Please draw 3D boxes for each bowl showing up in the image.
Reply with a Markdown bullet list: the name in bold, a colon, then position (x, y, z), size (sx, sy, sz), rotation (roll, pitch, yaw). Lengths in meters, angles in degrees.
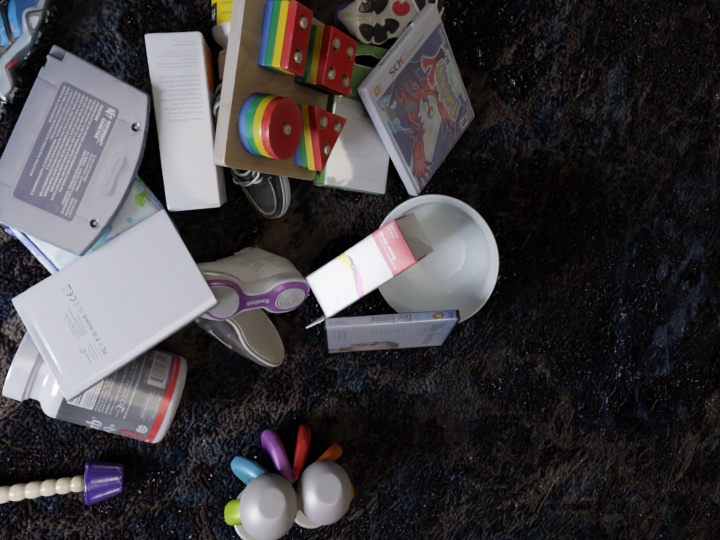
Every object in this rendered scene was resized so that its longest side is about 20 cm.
- **bowl**: position (0.121, -0.024, 0.864), size (0.193, 0.090, 0.209), rotation (5, 107, 15)

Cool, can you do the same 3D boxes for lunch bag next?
- **lunch bag**: position (-0.341, -0.067, 0.690), size (0.160, 0.082, 0.202), rotation (-42, 111, -12)

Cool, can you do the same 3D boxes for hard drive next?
- **hard drive**: position (-0.286, 0.037, 0.650), size (0.197, 0.025, 0.134), rotation (-33, 86, -13)

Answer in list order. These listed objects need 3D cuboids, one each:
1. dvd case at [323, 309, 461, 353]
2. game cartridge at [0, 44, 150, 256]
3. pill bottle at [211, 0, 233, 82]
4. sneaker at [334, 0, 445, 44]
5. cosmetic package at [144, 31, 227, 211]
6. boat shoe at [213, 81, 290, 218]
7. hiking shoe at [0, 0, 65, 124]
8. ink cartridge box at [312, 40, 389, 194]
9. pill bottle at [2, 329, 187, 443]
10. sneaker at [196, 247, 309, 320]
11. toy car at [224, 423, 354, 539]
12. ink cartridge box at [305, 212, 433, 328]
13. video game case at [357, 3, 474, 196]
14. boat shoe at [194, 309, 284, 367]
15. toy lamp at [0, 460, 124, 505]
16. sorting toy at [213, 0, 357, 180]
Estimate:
- **dvd case**: position (0.043, 0.095, 0.822), size (0.192, 0.144, 0.018), rotation (-4, 67, -3)
- **game cartridge**: position (-0.324, -0.130, 0.625), size (0.130, 0.041, 0.206), rotation (24, 86, -16)
- **pill bottle**: position (-0.138, -0.351, 0.711), size (0.110, 0.114, 0.209), rotation (-2, 99, -21)
- **sneaker**: position (0.048, -0.377, 0.810), size (0.195, 0.083, 0.083), rotation (-11, 120, -36)
- **cosmetic package**: position (-0.220, -0.186, 0.705), size (0.068, 0.101, 0.208), rotation (-5, 101, -9)
- **boat shoe**: position (-0.153, -0.146, 0.733), size (0.069, 0.072, 0.204), rotation (-8, 129, 16)
- **hiking shoe**: position (-0.412, -0.278, 0.631), size (0.085, 0.074, 0.205), rotation (26, 88, -24)
- **ink cartridge box**: position (-0.006, -0.224, 0.816), size (0.100, 0.059, 0.208), rotation (4, 97, -24)
- **pill bottle**: position (-0.336, 0.141, 0.708), size (0.195, 0.115, 0.119), rotation (23, 90, -23)
- **sneaker**: position (-0.171, 0.013, 0.762), size (0.195, 0.100, 0.076), rotation (3, 126, -37)
- **toy car**: position (-0.110, 0.313, 0.822), size (0.193, 0.176, 0.155), rotation (-6, 66, -20)
- **ink cartridge box**: position (0.000, 0.000, 0.794), size (0.197, 0.116, 0.069), rotation (-33, 88, 22)
- **video game case**: position (0.093, -0.250, 0.821), size (0.184, 0.023, 0.202), rotation (-53, 135, -18)
- **boat shoe**: position (-0.192, 0.072, 0.797), size (0.200, 0.056, 0.068), rotation (47, 45, -25)
- **toy lamp**: position (-0.421, 0.291, 0.730), size (0.193, 0.058, 0.061), rotation (0, 99, -20)
- **sorting toy**: position (-0.080, -0.219, 0.683), size (0.198, 0.068, 0.207), rotation (-8, 111, -63)
